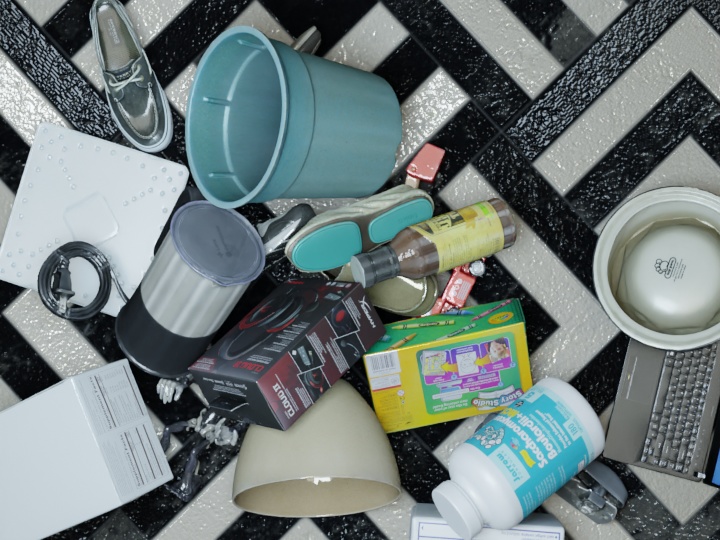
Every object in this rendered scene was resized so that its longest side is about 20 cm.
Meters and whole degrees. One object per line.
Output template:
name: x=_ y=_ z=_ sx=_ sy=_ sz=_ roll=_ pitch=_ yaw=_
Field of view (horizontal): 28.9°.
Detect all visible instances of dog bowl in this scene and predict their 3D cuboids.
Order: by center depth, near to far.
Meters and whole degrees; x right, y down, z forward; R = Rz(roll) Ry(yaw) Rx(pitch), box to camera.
dog bowl: x=0.377 y=0.006 z=1.660 sx=0.197 sy=0.074 sz=0.203 roll=-4 pitch=72 yaw=13

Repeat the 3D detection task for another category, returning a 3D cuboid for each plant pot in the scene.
plant pot: x=-0.069 y=-0.165 z=1.608 sx=0.194 sy=0.199 sz=0.204 roll=3 pitch=88 yaw=-40
plant pot: x=-0.053 y=0.202 z=1.646 sx=0.197 sy=0.201 sz=0.136 roll=-3 pitch=68 yaw=2

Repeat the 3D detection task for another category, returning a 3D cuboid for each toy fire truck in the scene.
toy fire truck: x=0.092 y=-0.037 z=1.707 sx=0.140 sy=0.049 sz=0.202 roll=27 pitch=90 yaw=3

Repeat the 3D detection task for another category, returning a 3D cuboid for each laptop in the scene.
laptop: x=0.409 y=0.165 z=1.664 sx=0.197 sy=0.103 sz=0.180 roll=14 pitch=88 yaw=2

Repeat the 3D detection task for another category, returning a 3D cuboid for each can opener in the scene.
can opener: x=0.234 y=0.235 z=1.703 sx=0.199 sy=0.053 sz=0.067 roll=37 pitch=58 yaw=3

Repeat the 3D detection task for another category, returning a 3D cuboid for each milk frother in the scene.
milk frother: x=-0.243 y=0.002 z=1.600 sx=0.198 sy=0.189 sz=0.182 roll=-4 pitch=54 yaw=-37

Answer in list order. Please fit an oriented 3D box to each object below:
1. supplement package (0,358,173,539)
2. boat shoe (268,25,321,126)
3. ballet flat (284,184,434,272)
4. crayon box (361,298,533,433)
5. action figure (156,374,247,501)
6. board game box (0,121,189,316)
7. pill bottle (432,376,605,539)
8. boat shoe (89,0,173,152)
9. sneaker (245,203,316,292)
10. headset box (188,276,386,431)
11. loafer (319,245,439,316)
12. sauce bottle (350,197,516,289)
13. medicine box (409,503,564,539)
supplement package: x=-0.349 y=0.219 z=1.646 sx=0.198 sy=0.111 sz=0.158 roll=-25 pitch=87 yaw=28
boat shoe: x=-0.105 y=-0.208 z=1.715 sx=0.057 sy=0.067 sz=0.200 roll=40 pitch=95 yaw=-13
ballet flat: x=-0.007 y=-0.051 z=1.634 sx=0.198 sy=0.062 sz=0.068 roll=-18 pitch=123 yaw=-23
crayon box: x=0.104 y=0.115 z=1.671 sx=0.197 sy=0.059 sz=0.120 roll=-11 pitch=121 yaw=1
action figure: x=-0.188 y=0.175 z=1.685 sx=0.118 sy=0.102 sz=0.202 roll=32 pitch=91 yaw=14
board game box: x=-0.331 y=-0.059 z=1.732 sx=0.197 sy=0.026 sz=0.203 roll=17 pitch=89 yaw=2
pill bottle: x=0.178 y=0.221 z=1.606 sx=0.199 sy=0.111 sz=0.111 roll=-36 pitch=88 yaw=-19
boat shoe: x=-0.291 y=-0.241 z=1.713 sx=0.071 sy=0.071 sz=0.202 roll=-24 pitch=88 yaw=1
sneaker: x=-0.133 y=-0.033 z=1.669 sx=0.199 sy=0.073 sz=0.081 roll=-34 pitch=76 yaw=33
headset box: x=-0.091 y=0.098 z=1.605 sx=0.200 sy=0.148 sz=0.076 roll=-43 pitch=116 yaw=-28
loafer: x=0.000 y=0.000 z=1.675 sx=0.198 sy=0.067 sz=0.077 roll=22 pitch=100 yaw=21
sauce bottle: x=0.084 y=-0.028 z=1.622 sx=0.198 sy=0.065 sz=0.066 roll=-19 pitch=88 yaw=-20
medicine box: x=0.143 y=0.391 z=1.666 sx=0.179 sy=0.103 sz=0.203 roll=4 pitch=89 yaw=2
